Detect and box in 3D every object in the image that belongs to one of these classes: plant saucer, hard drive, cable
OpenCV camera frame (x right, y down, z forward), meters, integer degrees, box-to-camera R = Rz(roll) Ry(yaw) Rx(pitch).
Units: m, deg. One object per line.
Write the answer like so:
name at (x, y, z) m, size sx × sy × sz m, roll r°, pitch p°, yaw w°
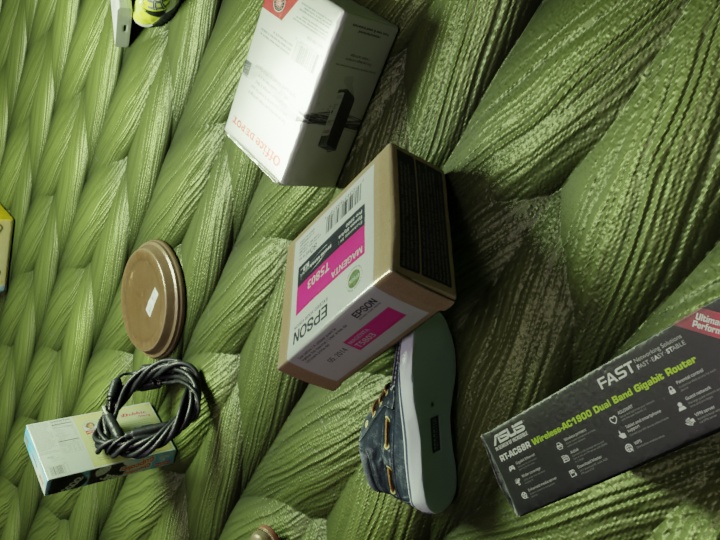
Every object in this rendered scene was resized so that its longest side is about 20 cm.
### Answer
plant saucer at (-0.350, 0.048, 1.165) m, size 0.200 × 0.029 × 0.201 m, roll 0°, pitch 90°, yaw 47°
hard drive at (-0.413, -0.505, 1.196) m, size 0.132 × 0.026 × 0.201 m, roll 153°, pitch 111°, yaw -66°
cable at (-0.324, 0.208, 1.061) m, size 0.199 × 0.051 × 0.163 m, roll -5°, pitch 44°, yaw 30°

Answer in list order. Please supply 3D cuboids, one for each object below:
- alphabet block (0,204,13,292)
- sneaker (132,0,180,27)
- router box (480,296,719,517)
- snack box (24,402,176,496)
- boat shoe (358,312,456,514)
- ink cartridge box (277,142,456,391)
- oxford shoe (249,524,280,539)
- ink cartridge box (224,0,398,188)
alphabet block at (-1.008, -0.069, 1.772) m, size 0.196 × 0.195 × 0.201 m, roll 30°, pitch 112°, yaw 41°
sneaker at (-0.314, -0.443, 1.080) m, size 0.200 × 0.076 × 0.076 m, roll -21°, pitch 77°, yaw 49°
router box at (0.201, 0.086, 0.463) m, size 0.200 × 0.150 × 0.062 m, roll -43°, pitch 60°, yaw 39°
snack box at (-0.406, 0.274, 1.103) m, size 0.116 × 0.200 × 0.037 m, roll 45°, pitch 126°, yaw 38°
boat shoe at (0.040, 0.136, 0.700) m, size 0.091 × 0.071 × 0.201 m, roll 1°, pitch 93°, yaw 44°
ink cartridge box at (0.000, 0.000, 0.699) m, size 0.200 × 0.075 × 0.165 m, roll -41°, pitch 35°, yaw 40°
oxford shoe at (-0.129, 0.431, 0.891) m, size 0.070 × 0.075 × 0.201 m, roll -9°, pitch 83°, yaw 48°
ink cartridge box at (-0.063, -0.214, 0.800) m, size 0.144 × 0.084 × 0.200 m, roll 45°, pitch 121°, yaw 37°
